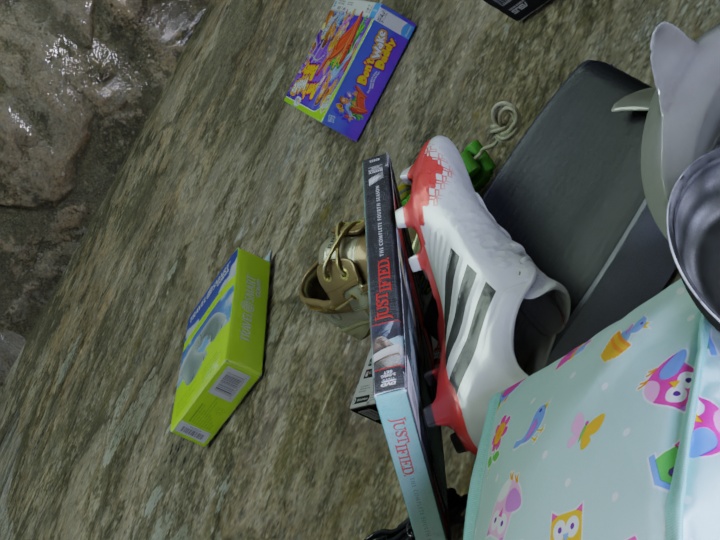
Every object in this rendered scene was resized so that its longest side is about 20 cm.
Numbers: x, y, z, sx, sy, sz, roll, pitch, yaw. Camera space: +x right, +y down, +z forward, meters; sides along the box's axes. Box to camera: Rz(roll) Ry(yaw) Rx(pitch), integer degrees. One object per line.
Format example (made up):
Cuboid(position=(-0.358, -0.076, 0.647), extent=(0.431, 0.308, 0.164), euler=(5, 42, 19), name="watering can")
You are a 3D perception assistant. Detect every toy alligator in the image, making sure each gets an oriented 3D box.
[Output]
Cuboid(position=(0.073, -0.065, 1.046), extent=(0.054, 0.060, 0.200), euler=(-24, -16, -45), name="toy alligator")

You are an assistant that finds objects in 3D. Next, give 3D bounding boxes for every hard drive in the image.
Cuboid(position=(0.119, -0.019, 0.805), extent=(0.201, 0.042, 0.135), euler=(-58, 40, 9), name="hard drive")

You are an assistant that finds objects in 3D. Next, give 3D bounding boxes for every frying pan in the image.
Cuboid(position=(0.199, 0.019, 0.522), extent=(0.115, 0.189, 0.031), euler=(-40, -21, -34), name="frying pan")

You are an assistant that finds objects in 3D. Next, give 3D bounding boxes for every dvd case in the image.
Cuboid(position=(0.027, 0.049, 0.818), extent=(0.201, 0.022, 0.147), euler=(-94, -9, -49), name="dvd case")

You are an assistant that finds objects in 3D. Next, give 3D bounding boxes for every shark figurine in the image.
Cuboid(position=(0.164, -0.074, 0.685), extent=(0.127, 0.090, 0.216), euler=(-4, 49, 30), name="shark figurine")

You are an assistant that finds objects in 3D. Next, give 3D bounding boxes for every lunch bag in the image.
Cuboid(position=(0.119, 0.122, 0.564), extent=(0.170, 0.121, 0.202), euler=(-41, 23, 47), name="lunch bag")

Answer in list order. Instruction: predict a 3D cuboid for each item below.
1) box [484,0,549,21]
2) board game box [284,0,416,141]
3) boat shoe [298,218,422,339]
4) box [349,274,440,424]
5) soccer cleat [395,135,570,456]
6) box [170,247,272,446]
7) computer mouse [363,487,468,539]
Cuboid(position=(0.174, -0.319, 1.105), extent=(0.157, 0.049, 0.202), euler=(-25, 42, 61), name="box")
Cuboid(position=(-0.015, -0.222, 1.499), extent=(0.136, 0.044, 0.200), euler=(-62, 19, 5), name="board game box")
Cuboid(position=(0.000, 0.000, 0.995), extent=(0.200, 0.066, 0.075), euler=(130, 160, -65), name="boat shoe")
Cuboid(position=(0.063, 0.044, 0.950), extent=(0.200, 0.034, 0.111), euler=(-21, 46, 64), name="box")
Cuboid(position=(0.072, 0.006, 0.767), extent=(0.084, 0.069, 0.202), euler=(-20, 54, 22), name="soccer cleat")
Cuboid(position=(-0.143, 0.071, 1.460), extent=(0.122, 0.047, 0.201), euler=(-51, 23, 32), name="box")
Cuboid(position=(0.012, 0.231, 0.828), extent=(0.109, 0.044, 0.202), euler=(-37, 32, 52), name="computer mouse")
